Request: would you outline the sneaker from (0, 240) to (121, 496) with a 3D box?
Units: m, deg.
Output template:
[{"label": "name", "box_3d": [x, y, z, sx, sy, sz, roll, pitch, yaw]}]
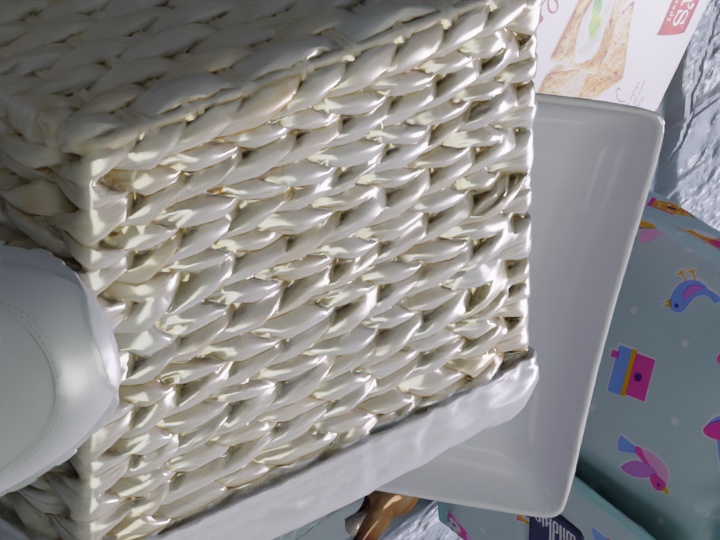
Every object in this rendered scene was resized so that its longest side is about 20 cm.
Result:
[{"label": "sneaker", "box_3d": [-0.158, 0.044, 0.693, 0.080, 0.199, 0.077, -35, 110, -67]}]

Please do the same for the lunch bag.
[{"label": "lunch bag", "box_3d": [0.132, 0.080, 1.226, 0.122, 0.170, 0.201, 2, 117, -55]}]

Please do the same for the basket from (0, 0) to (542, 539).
[{"label": "basket", "box_3d": [-0.073, -0.027, 0.811, 0.199, 0.198, 0.162, -24, 129, -37]}]

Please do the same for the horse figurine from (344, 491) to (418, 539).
[{"label": "horse figurine", "box_3d": [0.011, 0.056, 1.151, 0.132, 0.050, 0.201, -33, 140, -51]}]

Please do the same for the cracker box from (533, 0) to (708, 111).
[{"label": "cracker box", "box_3d": [0.061, -0.097, 1.063, 0.199, 0.058, 0.135, -9, 129, -51]}]

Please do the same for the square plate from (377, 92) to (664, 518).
[{"label": "square plate", "box_3d": [0.000, 0.000, 0.996, 0.029, 0.199, 0.199, -83, -177, -55]}]
